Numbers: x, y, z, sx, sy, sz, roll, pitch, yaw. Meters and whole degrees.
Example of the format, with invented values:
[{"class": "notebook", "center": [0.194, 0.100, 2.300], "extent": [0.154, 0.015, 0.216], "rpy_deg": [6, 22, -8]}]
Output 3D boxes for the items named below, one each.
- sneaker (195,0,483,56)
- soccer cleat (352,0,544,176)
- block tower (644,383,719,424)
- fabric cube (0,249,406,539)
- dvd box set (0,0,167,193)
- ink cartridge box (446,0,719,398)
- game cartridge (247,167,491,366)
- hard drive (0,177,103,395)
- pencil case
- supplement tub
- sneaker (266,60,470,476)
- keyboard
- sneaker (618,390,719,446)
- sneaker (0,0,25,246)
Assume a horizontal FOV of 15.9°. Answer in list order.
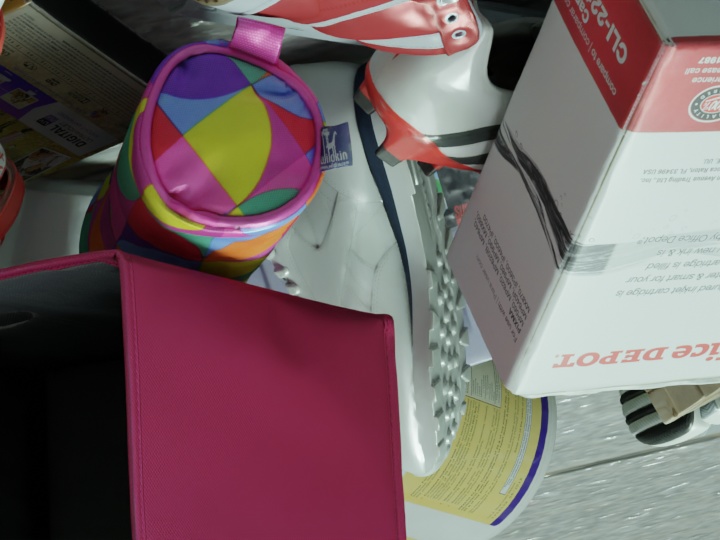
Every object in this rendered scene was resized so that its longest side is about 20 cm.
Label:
[{"class": "sneaker", "center": [0.035, -0.142, 0.979], "extent": [0.112, 0.072, 0.199], "rpy_deg": [14, 153, -42]}, {"class": "soccer cleat", "center": [0.084, -0.069, 1.126], "extent": [0.199, 0.069, 0.085], "rpy_deg": [17, 131, -44]}, {"class": "block tower", "center": [0.202, 0.019, 1.283], "extent": [0.054, 0.058, 0.200], "rpy_deg": [-37, 168, 39]}, {"class": "fabric cube", "center": [-0.113, 0.112, 1.074], "extent": [0.199, 0.198, 0.199], "rpy_deg": [-10, 169, 30]}, {"class": "dvd box set", "center": [-0.191, -0.063, 1.094], "extent": [0.199, 0.030, 0.146], "rpy_deg": [-22, 158, 17]}, {"class": "ink cartridge box", "center": [0.137, -0.047, 1.061], "extent": [0.143, 0.084, 0.201], "rpy_deg": [-3, 137, -24]}, {"class": "game cartridge", "center": [0.021, -0.010, 1.227], "extent": [0.199, 0.130, 0.038], "rpy_deg": [-18, -158, 0]}, {"class": "hard drive", "center": [-0.129, 0.057, 1.252], "extent": [0.131, 0.026, 0.201], "rpy_deg": [3, 109, -36]}, {"class": "pencil case", "center": [-0.067, -0.033, 1.081], "extent": [0.088, 0.089, 0.200], "rpy_deg": [-6, 167, -17]}, {"class": "supplement tub", "center": [0.002, 0.069, 1.376], "extent": [0.145, 0.146, 0.200], "rpy_deg": [-24, 156, 25]}, {"class": "sneaker", "center": [0.000, 0.000, 1.183], "extent": [0.080, 0.201, 0.076], "rpy_deg": [-8, -165, 12]}, {"class": "keyboard", "center": [0.009, -0.111, 1.114], "extent": [0.199, 0.011, 0.056], "rpy_deg": [4, 159, -38]}, {"class": "sneaker", "center": [0.251, 0.048, 1.459], "extent": [0.115, 0.076, 0.199], "rpy_deg": [2, 165, -44]}, {"class": "sneaker", "center": [-0.159, -0.066, 0.986], "extent": [0.108, 0.067, 0.201], "rpy_deg": [32, 127, -30]}]
